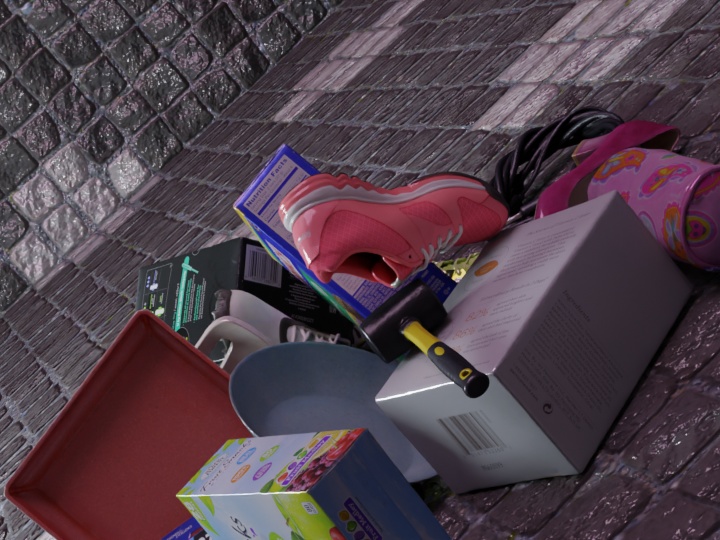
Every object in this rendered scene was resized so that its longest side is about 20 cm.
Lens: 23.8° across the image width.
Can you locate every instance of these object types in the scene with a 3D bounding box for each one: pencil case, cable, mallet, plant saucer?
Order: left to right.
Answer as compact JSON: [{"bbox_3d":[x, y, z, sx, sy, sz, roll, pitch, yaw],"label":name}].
[{"bbox_3d":[-0.165,0.170,1.445,0.201,0.199,0.037,-52,-5,1],"label":"plant saucer"},{"bbox_3d":[-0.014,0.127,1.396,0.201,0.199,0.039,-76,2,-64],"label":"plant saucer"},{"bbox_3d":[0.061,0.050,1.247,0.066,0.041,0.200,-42,20,-11],"label":"mallet"},{"bbox_3d":[0.192,-0.102,1.699,0.200,0.051,0.163,-48,17,-25],"label":"cable"},{"bbox_3d":[0.254,-0.050,1.366,0.087,0.088,0.200,-42,16,-6],"label":"pencil case"}]

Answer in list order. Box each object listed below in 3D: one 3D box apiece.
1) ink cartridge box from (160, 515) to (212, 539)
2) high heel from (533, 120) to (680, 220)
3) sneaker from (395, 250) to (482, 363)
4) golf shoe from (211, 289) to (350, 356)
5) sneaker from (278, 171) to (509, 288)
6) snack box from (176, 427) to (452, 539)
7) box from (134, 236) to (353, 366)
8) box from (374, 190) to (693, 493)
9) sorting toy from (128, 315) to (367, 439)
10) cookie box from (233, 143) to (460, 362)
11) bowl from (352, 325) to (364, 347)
[{"bbox_3d":[-0.113,0.256,1.334,0.094,0.037,0.201,-36,40,15],"label":"ink cartridge box"},{"bbox_3d":[0.221,-0.064,1.533,0.095,0.068,0.200,-12,28,36],"label":"high heel"},{"bbox_3d":[0.089,0.020,1.566,0.199,0.077,0.076,-35,15,15],"label":"sneaker"},{"bbox_3d":[-0.056,0.070,1.556,0.088,0.200,0.078,-21,47,28],"label":"golf shoe"},{"bbox_3d":[0.033,-0.022,1.343,0.074,0.198,0.087,-57,43,48],"label":"sneaker"},{"bbox_3d":[-0.017,0.194,1.175,0.068,0.169,0.199,-44,15,-27],"label":"snack box"},{"bbox_3d":[-0.120,0.054,1.718,0.199,0.148,0.126,-15,66,52],"label":"box"},{"bbox_3d":[0.134,0.056,1.307,0.152,0.106,0.200,-20,26,54],"label":"box"},{"bbox_3d":[-0.104,0.141,1.497,0.200,0.180,0.107,-40,16,-1],"label":"sorting toy"},{"bbox_3d":[0.000,0.000,1.479,0.075,0.200,0.171,-49,-17,-5],"label":"cookie box"},{"bbox_3d":[-0.032,0.010,1.839,0.200,0.094,0.201,-37,17,13],"label":"bowl"}]
